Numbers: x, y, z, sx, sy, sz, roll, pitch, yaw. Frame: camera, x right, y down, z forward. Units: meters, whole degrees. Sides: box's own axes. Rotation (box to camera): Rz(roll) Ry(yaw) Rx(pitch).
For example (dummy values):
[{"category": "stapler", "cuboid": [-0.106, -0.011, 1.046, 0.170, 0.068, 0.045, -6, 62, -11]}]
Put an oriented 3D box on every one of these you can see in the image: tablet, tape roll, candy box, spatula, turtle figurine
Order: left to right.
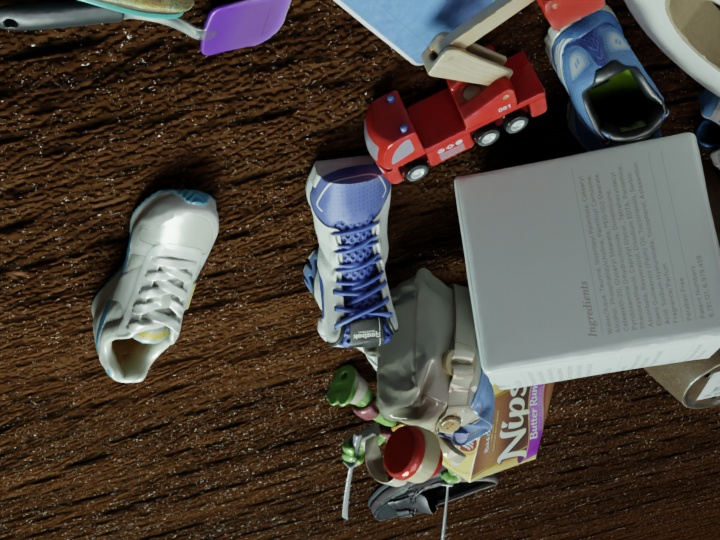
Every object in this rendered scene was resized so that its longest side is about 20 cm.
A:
[{"category": "spatula", "cuboid": [-0.143, -0.167, 0.673, 0.197, 0.021, 0.057, -2, 157, -19]}, {"category": "turtle figurine", "cuboid": [0.041, 0.202, 1.130, 0.200, 0.144, 0.194, -46, 131, -8]}, {"category": "tablet", "cuboid": [0.030, -0.226, 0.686, 0.130, 0.014, 0.199, -37, 142, 23]}, {"category": "candy box", "cuboid": [0.153, 0.112, 1.059, 0.116, 0.056, 0.203, -7, 114, -43]}, {"category": "tape roll", "cuboid": [0.269, -0.173, 0.713, 0.037, 0.202, 0.202, -50, 140, 2]}]

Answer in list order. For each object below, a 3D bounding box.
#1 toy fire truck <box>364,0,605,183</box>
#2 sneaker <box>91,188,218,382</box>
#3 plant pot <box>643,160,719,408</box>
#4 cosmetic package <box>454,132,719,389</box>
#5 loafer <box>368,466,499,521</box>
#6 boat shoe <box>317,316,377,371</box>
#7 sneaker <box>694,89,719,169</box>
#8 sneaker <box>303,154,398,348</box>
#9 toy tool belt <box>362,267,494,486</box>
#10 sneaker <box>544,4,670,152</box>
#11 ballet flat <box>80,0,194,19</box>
[{"category": "toy fire truck", "cuboid": [0.086, -0.151, 0.764, 0.198, 0.049, 0.141, -25, 153, 5]}, {"category": "sneaker", "cuboid": [-0.169, 0.013, 0.851, 0.076, 0.081, 0.201, 7, 136, -30]}, {"category": "plant pot", "cuboid": [0.318, 0.027, 0.998, 0.184, 0.202, 0.188, -13, 145, -9]}, {"category": "cosmetic package", "cuboid": [0.195, 0.001, 0.864, 0.197, 0.169, 0.167, -10, 168, 10]}, {"category": "loafer", "cuboid": [0.099, 0.300, 1.376, 0.199, 0.064, 0.072, -32, 143, 16]}, {"category": "boat shoe", "cuboid": [0.043, 0.077, 1.034, 0.198, 0.070, 0.072, 2, -176, -39]}, {"category": "sneaker", "cuboid": [0.354, -0.117, 0.949, 0.071, 0.073, 0.200, -3, 153, 21]}, {"category": "sneaker", "cuboid": [0.000, 0.001, 0.884, 0.079, 0.116, 0.201, -11, 144, -14]}, {"category": "toy tool belt", "cuboid": [0.078, 0.107, 0.921, 0.122, 0.202, 0.124, 25, 138, -33]}, {"category": "sneaker", "cuboid": [0.212, -0.128, 0.838, 0.078, 0.090, 0.200, -29, 144, 15]}, {"category": "ballet flat", "cuboid": [-0.186, -0.194, 0.586, 0.197, 0.071, 0.071, 3, 140, -28]}]
